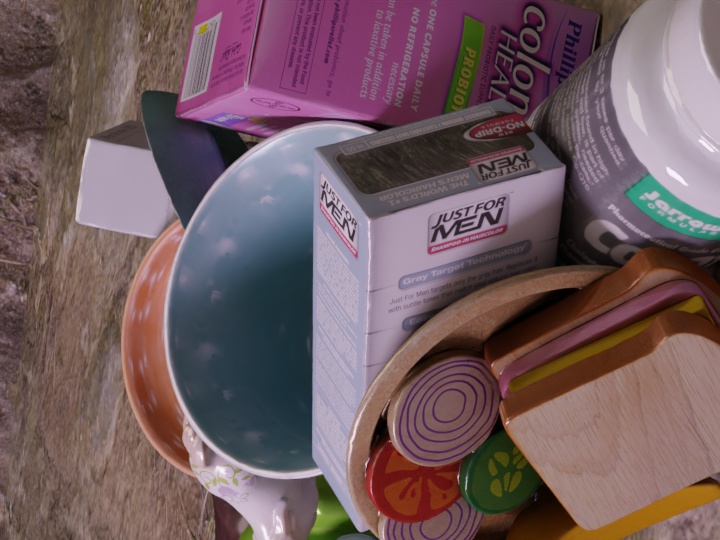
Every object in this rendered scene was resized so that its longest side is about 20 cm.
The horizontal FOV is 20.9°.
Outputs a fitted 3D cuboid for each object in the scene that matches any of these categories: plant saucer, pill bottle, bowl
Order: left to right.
[{"bbox_3d":[-0.090,0.052,1.407,0.200,0.037,0.201,-3,85,38],"label":"plant saucer"},{"bbox_3d":[-0.079,-0.035,1.273,0.200,0.036,0.200,61,-173,-14],"label":"plant saucer"},{"bbox_3d":[-0.003,0.024,1.115,0.201,0.105,0.201,-10,73,35],"label":"bowl"},{"bbox_3d":[0.148,-0.063,0.882,0.200,0.113,0.113,134,138,-64],"label":"pill bottle"}]

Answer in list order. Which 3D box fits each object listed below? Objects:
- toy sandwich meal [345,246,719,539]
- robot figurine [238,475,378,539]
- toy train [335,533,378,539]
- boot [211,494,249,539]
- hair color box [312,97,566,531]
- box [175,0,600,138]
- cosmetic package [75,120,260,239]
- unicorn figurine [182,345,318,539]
[{"bbox_3d":[0.093,0.080,0.906,0.070,0.205,0.205,-117,36,-48],"label":"toy sandwich meal"},{"bbox_3d":[-0.026,0.206,1.342,0.200,0.116,0.176,127,138,-59],"label":"robot figurine"},{"bbox_3d":[0.046,0.209,1.039,0.085,0.200,0.114,40,-120,-58],"label":"toy train"},{"bbox_3d":[-0.112,0.210,1.677,0.200,0.072,0.167,-148,67,-66],"label":"boot"},{"bbox_3d":[0.033,0.025,0.931,0.061,0.099,0.200,-125,27,-43],"label":"hair color box"},{"bbox_3d":[0.010,-0.121,1.169,0.176,0.200,0.097,178,104,-72],"label":"box"},{"bbox_3d":[-0.104,-0.059,1.488,0.102,0.200,0.074,-46,-33,-73],"label":"cosmetic package"},{"bbox_3d":[-0.050,0.130,1.206,0.074,0.200,0.138,-25,42,37],"label":"unicorn figurine"}]
